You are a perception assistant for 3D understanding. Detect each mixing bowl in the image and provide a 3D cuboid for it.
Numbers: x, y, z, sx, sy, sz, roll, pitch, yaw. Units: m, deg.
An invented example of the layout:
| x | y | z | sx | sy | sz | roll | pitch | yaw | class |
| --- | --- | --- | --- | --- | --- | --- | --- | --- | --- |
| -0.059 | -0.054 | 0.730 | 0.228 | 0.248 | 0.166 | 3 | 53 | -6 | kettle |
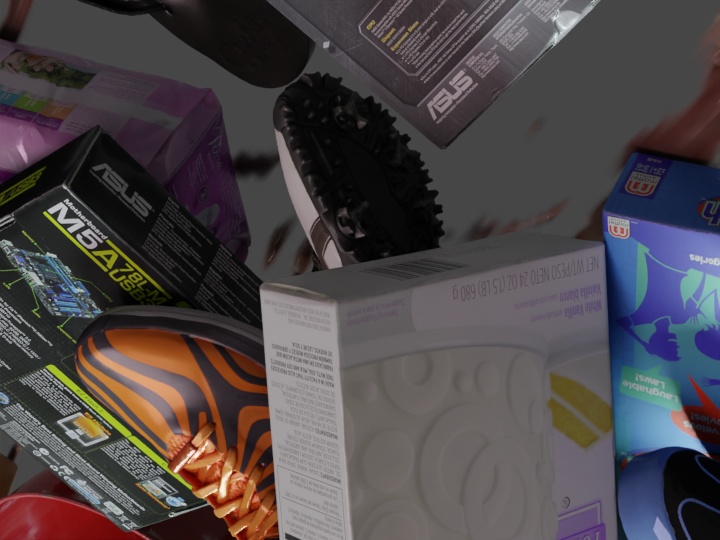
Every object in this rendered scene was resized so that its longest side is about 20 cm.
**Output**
| x | y | z | sx | sy | sz | roll | pitch | yaw | class |
| --- | --- | --- | --- | --- | --- | --- | --- | --- | --- |
| -0.121 | 0.171 | 1.011 | 0.199 | 0.109 | 0.201 | 19 | 138 | 18 | mixing bowl |

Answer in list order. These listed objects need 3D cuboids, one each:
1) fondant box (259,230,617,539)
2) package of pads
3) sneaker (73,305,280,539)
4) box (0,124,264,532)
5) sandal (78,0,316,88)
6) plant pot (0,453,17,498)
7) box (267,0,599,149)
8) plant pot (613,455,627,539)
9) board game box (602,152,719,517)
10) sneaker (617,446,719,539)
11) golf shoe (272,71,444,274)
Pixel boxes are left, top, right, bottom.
| x | y | z | sx | sy | sz | roll | pitch | yaw | class |
| --- | --- | --- | --- | --- | --- | --- | --- | --- | --- |
| 0.038 | 0.094 | 0.678 | 0.058 | 0.143 | 0.202 | 11 | 109 | 52 | fondant box |
| -0.161 | -0.050 | 0.840 | 0.199 | 0.076 | 0.121 | 15 | 140 | 23 | package of pads |
| -0.047 | 0.099 | 0.720 | 0.199 | 0.112 | 0.078 | 29 | 135 | -10 | sneaker |
| -0.123 | 0.040 | 0.811 | 0.192 | 0.048 | 0.200 | -25 | 120 | 40 | box |
| -0.109 | -0.145 | 0.728 | 0.199 | 0.045 | 0.075 | 36 | 142 | -1 | sandal |
| -0.322 | 0.176 | 1.110 | 0.139 | 0.201 | 0.200 | 21 | 142 | -9 | plant pot |
| 0.031 | -0.155 | 0.615 | 0.158 | 0.048 | 0.200 | 40 | 141 | -6 | box |
| 0.080 | 0.168 | 0.846 | 0.198 | 0.142 | 0.142 | 14 | 138 | 14 | plant pot |
| 0.187 | 0.051 | 0.719 | 0.151 | 0.045 | 0.201 | 12 | 137 | 25 | board game box |
| 0.204 | 0.135 | 0.708 | 0.200 | 0.070 | 0.078 | 37 | 140 | -16 | sneaker |
| 0.000 | 0.000 | 0.775 | 0.094 | 0.078 | 0.201 | -9 | 124 | 41 | golf shoe |
